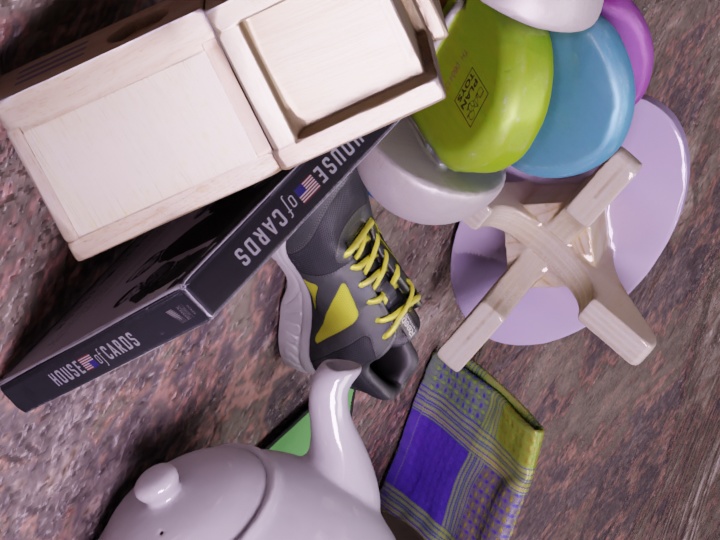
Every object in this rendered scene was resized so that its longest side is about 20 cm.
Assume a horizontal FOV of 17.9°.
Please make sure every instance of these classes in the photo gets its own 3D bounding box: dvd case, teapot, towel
[{"bbox_3d":[-0.077,-0.009,1.060,0.150,0.025,0.200,-48,-168,-32],"label":"dvd case"},{"bbox_3d":[-0.082,0.169,1.261,0.146,0.197,0.200,56,34,-27],"label":"teapot"},{"bbox_3d":[0.058,0.169,1.616,0.023,0.144,0.201,11,110,-35],"label":"towel"}]

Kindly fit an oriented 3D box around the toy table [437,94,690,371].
[{"bbox_3d":[0.126,-0.022,1.501,0.200,0.183,0.117,-62,174,22],"label":"toy table"}]

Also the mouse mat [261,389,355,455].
[{"bbox_3d":[-0.057,0.171,1.513,0.161,0.008,0.200,-41,150,-44],"label":"mouse mat"}]

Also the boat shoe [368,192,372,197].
[{"bbox_3d":[0.066,-0.126,1.332,0.069,0.084,0.200,13,105,-57],"label":"boat shoe"}]

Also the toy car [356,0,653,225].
[{"bbox_3d":[0.078,-0.122,1.192,0.150,0.200,0.175,13,124,-24],"label":"toy car"}]

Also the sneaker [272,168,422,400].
[{"bbox_3d":[0.000,0.000,1.329,0.075,0.084,0.200,-52,157,-29],"label":"sneaker"}]

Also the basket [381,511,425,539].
[{"bbox_3d":[-0.015,0.270,1.545,0.181,0.136,0.201,-67,167,-53],"label":"basket"}]

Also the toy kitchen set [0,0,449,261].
[{"bbox_3d":[-0.076,-0.144,1.022,0.200,0.180,0.164,-95,160,-67],"label":"toy kitchen set"}]
